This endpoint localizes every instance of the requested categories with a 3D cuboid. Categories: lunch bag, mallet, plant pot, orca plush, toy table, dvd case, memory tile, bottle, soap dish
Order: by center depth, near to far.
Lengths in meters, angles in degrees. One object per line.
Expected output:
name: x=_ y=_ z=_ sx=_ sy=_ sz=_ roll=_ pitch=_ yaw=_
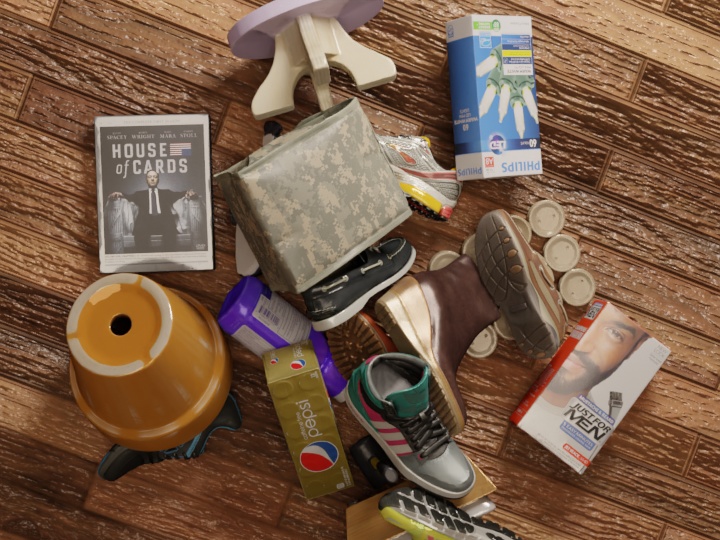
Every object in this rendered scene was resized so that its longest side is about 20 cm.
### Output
plant pot: x=-0.264 y=0.095 z=1.371 sx=0.198 sy=0.184 sz=0.202 roll=-1 pitch=67 yaw=3
lunch bag: x=-0.049 y=-0.093 z=1.380 sx=0.199 sy=0.117 sz=0.165 roll=-32 pitch=104 yaw=-19
toy table: x=-0.055 y=-0.267 z=1.415 sx=0.198 sy=0.184 sz=0.118 roll=-20 pitch=77 yaw=9
mallet: x=0.019 y=0.236 z=1.423 sx=0.041 sy=0.200 sz=0.066 roll=-34 pitch=83 yaw=-7
soap dish: x=0.072 y=0.304 z=1.455 sx=0.198 sy=0.157 sz=0.082 roll=-24 pitch=77 yaw=-3
bottle: x=-0.088 y=0.093 z=1.464 sx=0.199 sy=0.084 sz=0.065 roll=38 pitch=121 yaw=-17
dvd case: x=-0.264 y=-0.099 z=1.476 sx=0.148 sy=0.025 sz=0.203 roll=-2 pitch=93 yaw=-4
orca plush: x=-0.112 y=-0.090 z=1.480 sx=0.104 sy=0.071 sz=0.203 roll=-1 pitch=88 yaw=41
memory tile: x=0.200 y=0.010 z=1.514 sx=0.198 sy=0.017 sz=0.154 roll=-27 pitch=94 yaw=-1

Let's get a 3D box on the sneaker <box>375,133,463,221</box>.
sneaker: x=0.044 y=-0.145 z=1.475 sx=0.199 sy=0.078 sz=0.083 roll=32 pitch=83 yaw=-12

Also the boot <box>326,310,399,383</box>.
boot: x=0.036 y=0.118 z=1.471 sx=0.075 sy=0.107 sz=0.201 roll=-33 pitch=98 yaw=33

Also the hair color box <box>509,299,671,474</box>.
hair color box: x=0.300 y=0.151 z=1.503 sx=0.110 sy=0.064 sz=0.201 roll=36 pitch=89 yaw=-4

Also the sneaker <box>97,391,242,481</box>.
sneaker: x=-0.244 y=0.218 z=1.466 sx=0.199 sy=0.073 sz=0.082 roll=-34 pitch=94 yaw=-1

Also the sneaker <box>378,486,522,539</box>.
sneaker: x=0.102 y=0.327 z=1.344 sx=0.199 sy=0.078 sz=0.091 roll=28 pitch=102 yaw=-9

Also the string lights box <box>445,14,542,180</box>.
string lights box: x=0.170 y=-0.219 z=1.462 sx=0.102 sy=0.059 sz=0.203 roll=-7 pitch=94 yaw=-34

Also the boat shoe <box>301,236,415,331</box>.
boat shoe: x=0.000 y=0.000 z=1.427 sx=0.075 sy=0.200 sz=0.061 roll=-10 pitch=112 yaw=39

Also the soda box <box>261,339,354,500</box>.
soda box: x=-0.065 y=0.189 z=1.437 sx=0.067 sy=0.064 sz=0.202 roll=-16 pitch=122 yaw=-2

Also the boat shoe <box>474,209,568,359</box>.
boat shoe: x=0.209 y=0.013 z=1.475 sx=0.072 sy=0.075 sz=0.202 roll=-31 pitch=103 yaw=-45

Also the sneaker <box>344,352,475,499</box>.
sneaker: x=0.067 y=0.170 z=1.343 sx=0.200 sy=0.121 sz=0.083 roll=42 pitch=59 yaw=17

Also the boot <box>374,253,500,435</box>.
boot: x=0.122 y=0.087 z=1.430 sx=0.165 sy=0.072 sz=0.201 roll=-23 pitch=82 yaw=-35
